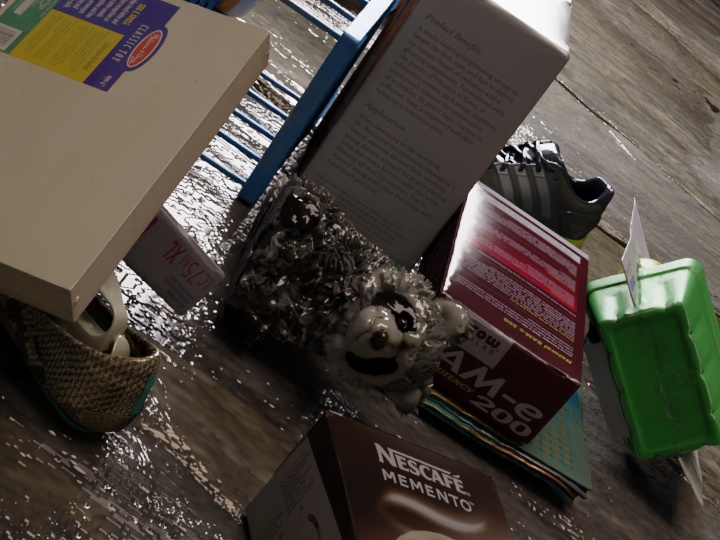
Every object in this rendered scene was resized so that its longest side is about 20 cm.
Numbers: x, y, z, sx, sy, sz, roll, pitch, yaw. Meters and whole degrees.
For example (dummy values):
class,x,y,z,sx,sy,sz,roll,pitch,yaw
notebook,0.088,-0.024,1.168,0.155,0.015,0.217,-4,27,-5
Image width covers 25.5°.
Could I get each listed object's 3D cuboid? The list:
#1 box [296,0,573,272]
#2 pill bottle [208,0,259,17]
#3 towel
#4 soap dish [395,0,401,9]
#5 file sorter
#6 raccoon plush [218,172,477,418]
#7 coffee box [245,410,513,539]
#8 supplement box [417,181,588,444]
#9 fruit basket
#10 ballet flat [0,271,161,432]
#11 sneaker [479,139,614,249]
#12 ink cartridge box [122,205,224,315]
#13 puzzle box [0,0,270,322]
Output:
class,x,y,z,sx,sy,sz,roll,pitch,yaw
box,0.052,-0.126,1.136,0.106,0.200,0.152,33,24,-7
pill bottle,-0.152,-0.294,1.244,0.200,0.112,0.112,30,27,-21
towel,0.066,0.064,1.062,0.200,0.022,0.147,32,25,-11
soap dish,0.025,-0.324,1.568,0.200,0.081,0.157,14,35,-42
file sorter,-0.064,-0.165,1.124,0.123,0.139,0.200,35,25,-3
raccoon plush,0.000,0.000,0.969,0.134,0.097,0.200,29,28,-8
coffee box,0.023,0.175,0.749,0.113,0.080,0.200,23,30,-29
supplement box,0.093,0.022,1.072,0.109,0.061,0.200,34,25,-5
fruit basket,0.216,0.055,1.165,0.200,0.094,0.186,-69,141,-75
ballet flat,-0.169,-0.009,0.796,0.200,0.075,0.068,46,29,13
sneaker,0.121,-0.080,1.297,0.200,0.081,0.074,24,29,-30
ink cartridge box,-0.162,-0.070,0.875,0.200,0.042,0.119,48,-4,29
puzzle box,-0.146,-0.072,0.782,0.133,0.025,0.200,21,51,14
